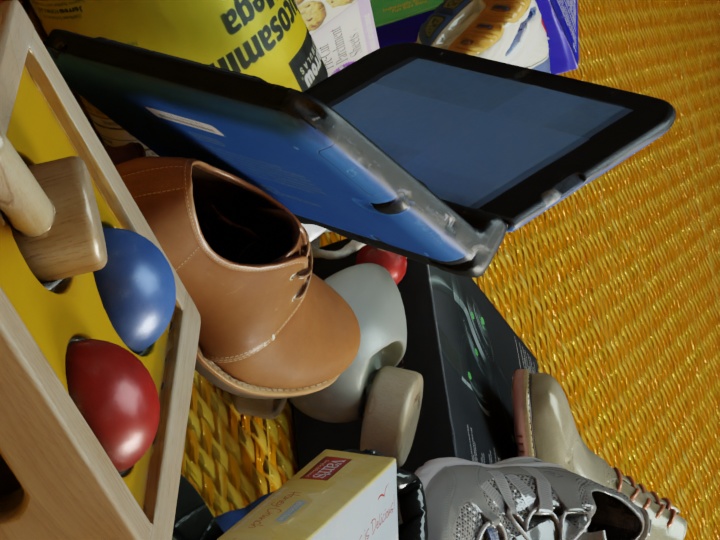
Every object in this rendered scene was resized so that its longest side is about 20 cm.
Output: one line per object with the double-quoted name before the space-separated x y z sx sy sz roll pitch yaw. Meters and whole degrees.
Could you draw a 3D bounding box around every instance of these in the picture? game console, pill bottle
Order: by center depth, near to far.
"game console" -0.003 -0.079 1.139 0.171 0.200 0.118 39 77 -38
"pill bottle" -0.081 -0.104 1.295 0.113 0.112 0.200 -81 149 -59

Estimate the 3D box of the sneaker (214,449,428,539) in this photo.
"sneaker" -0.012 0.130 1.265 0.200 0.111 0.077 17 55 -72

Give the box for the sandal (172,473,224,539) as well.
"sandal" -0.077 0.142 1.111 0.080 0.057 0.201 -63 143 -36

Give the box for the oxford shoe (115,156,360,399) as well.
"oxford shoe" -0.044 0.005 1.156 0.200 0.071 0.071 32 46 -56

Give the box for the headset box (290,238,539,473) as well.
"headset box" 0.036 0.091 1.509 0.200 0.093 0.174 49 27 -54

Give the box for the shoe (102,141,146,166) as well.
"shoe" -0.093 -0.005 1.216 0.200 0.071 0.091 10 67 -68

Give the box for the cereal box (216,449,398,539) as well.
"cereal box" -0.025 0.190 1.114 0.144 0.039 0.201 -35 127 -60

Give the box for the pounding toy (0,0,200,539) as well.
"pounding toy" -0.130 0.005 0.943 0.184 0.142 0.200 -87 154 -55

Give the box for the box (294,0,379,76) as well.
"box" -0.022 -0.149 1.334 0.039 0.041 0.200 61 -6 20

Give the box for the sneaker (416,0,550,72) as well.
"sneaker" 0.041 -0.079 1.585 0.075 0.200 0.088 29 -27 47

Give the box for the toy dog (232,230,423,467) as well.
"toy dog" 0.000 0.000 1.384 0.096 0.132 0.200 98 -10 -50

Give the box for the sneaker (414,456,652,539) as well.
"sneaker" 0.080 0.128 1.351 0.200 0.082 0.075 -17 110 -61

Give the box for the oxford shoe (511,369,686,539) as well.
"oxford shoe" 0.138 0.129 1.507 0.071 0.074 0.200 -82 151 -54

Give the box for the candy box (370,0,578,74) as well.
"candy box" 0.047 -0.182 1.730 0.200 0.169 0.077 -85 156 -57
